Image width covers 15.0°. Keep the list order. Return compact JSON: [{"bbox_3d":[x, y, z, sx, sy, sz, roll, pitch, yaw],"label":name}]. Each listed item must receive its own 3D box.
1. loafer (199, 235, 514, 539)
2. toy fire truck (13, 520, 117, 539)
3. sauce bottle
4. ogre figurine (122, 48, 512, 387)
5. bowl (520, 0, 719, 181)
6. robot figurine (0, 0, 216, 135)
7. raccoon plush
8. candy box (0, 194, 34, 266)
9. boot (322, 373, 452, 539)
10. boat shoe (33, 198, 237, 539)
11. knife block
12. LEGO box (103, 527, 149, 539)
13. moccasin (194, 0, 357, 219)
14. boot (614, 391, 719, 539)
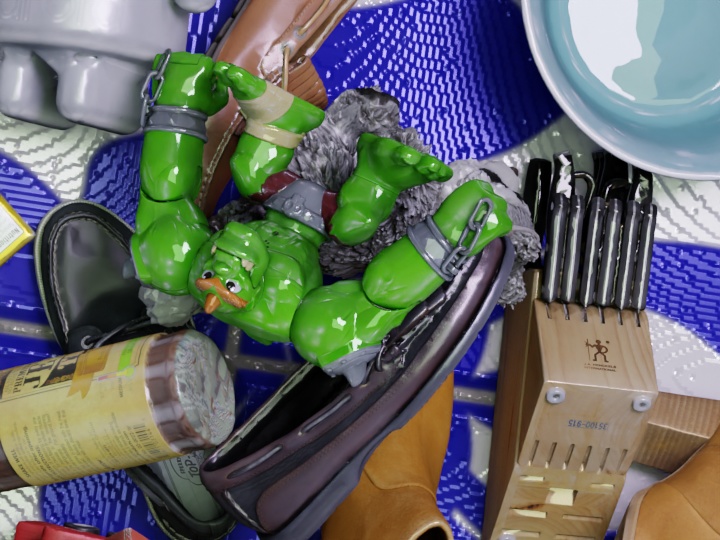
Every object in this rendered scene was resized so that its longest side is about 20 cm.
[{"bbox_3d":[-0.003,0.051,1.380,0.063,0.072,0.200,35,98,-19],"label":"loafer"},{"bbox_3d":[-0.150,0.157,1.399,0.199,0.141,0.049,10,88,14],"label":"toy fire truck"},{"bbox_3d":[-0.164,0.079,1.406,0.199,0.065,0.065,-13,91,21],"label":"sauce bottle"},{"bbox_3d":[-0.034,-0.022,1.354,0.199,0.098,0.120,25,90,1],"label":"ogre figurine"},{"bbox_3d":[0.172,-0.146,1.486,0.200,0.105,0.202,0,88,-10],"label":"bowl"},{"bbox_3d":[-0.140,-0.174,1.430,0.169,0.113,0.201,5,87,25],"label":"robot figurine"},{"bbox_3d":[0.000,0.000,1.444,0.200,0.097,0.134,-43,78,-5],"label":"raccoon plush"},{"bbox_3d":[-0.279,0.010,1.446,0.200,0.026,0.102,-42,95,-8],"label":"candy box"},{"bbox_3d":[0.023,0.117,1.425,0.071,0.144,0.202,17,88,-16],"label":"boot"},{"bbox_3d":[-0.116,0.054,1.452,0.074,0.066,0.200,-19,91,-8],"label":"boat shoe"},{"bbox_3d":[0.113,0.035,1.502,0.064,0.176,0.201,7,132,-8],"label":"knife block"},{"bbox_3d":[-0.141,0.227,1.358,0.200,0.077,0.149,-29,134,25],"label":"LEGO box"},{"bbox_3d":[-0.044,-0.103,1.470,0.078,0.074,0.202,28,75,1],"label":"moccasin"},{"bbox_3d":[0.205,0.153,1.464,0.143,0.071,0.202,15,51,1],"label":"boot"}]
